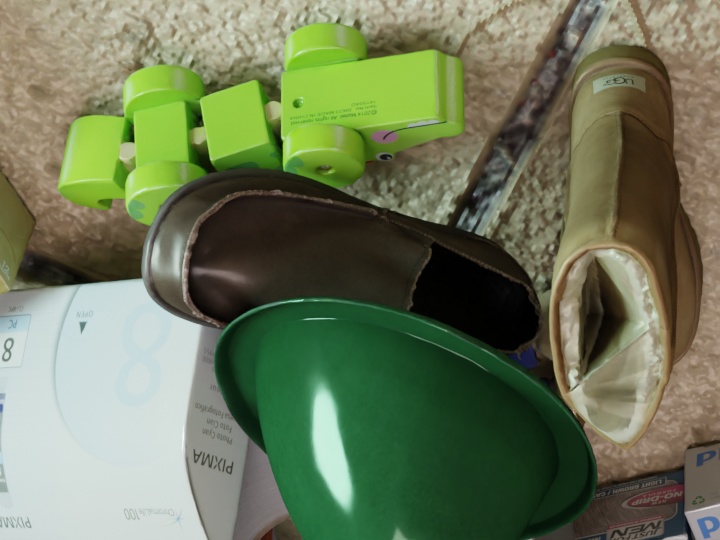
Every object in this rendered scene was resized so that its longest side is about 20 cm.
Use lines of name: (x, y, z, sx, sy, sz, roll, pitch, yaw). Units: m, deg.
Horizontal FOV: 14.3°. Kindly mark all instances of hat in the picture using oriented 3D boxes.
hat: (0.003, 0.134, 1.190, 0.199, 0.177, 0.166, 21, 147, 3)

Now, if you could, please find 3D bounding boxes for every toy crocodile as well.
toy crocodile: (-0.047, -0.061, 1.311, 0.199, 0.068, 0.062, -12, 152, 13)

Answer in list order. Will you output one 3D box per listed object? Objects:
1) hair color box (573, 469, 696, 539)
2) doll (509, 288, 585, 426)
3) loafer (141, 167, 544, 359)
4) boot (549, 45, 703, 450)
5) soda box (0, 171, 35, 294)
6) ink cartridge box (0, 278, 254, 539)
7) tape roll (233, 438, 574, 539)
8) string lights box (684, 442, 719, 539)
hair color box: (0.144, 0.204, 1.445, 0.099, 0.061, 0.201, -13, 118, 14)
doll: (0.006, 0.068, 1.389, 0.199, 0.049, 0.137, -11, 117, 12)
loafer: (0.000, 0.000, 1.264, 0.199, 0.071, 0.073, 6, 98, -31)
boot: (0.112, 0.015, 1.256, 0.066, 0.200, 0.176, -7, 119, 10)
soda box: (-0.232, -0.071, 1.325, 0.064, 0.068, 0.200, -25, 115, 19)
ink cartridge box: (-0.126, 0.105, 1.319, 0.160, 0.201, 0.047, -4, 160, 43)
tape roll: (0.000, 0.140, 1.363, 0.199, 0.066, 0.201, 6, 118, 12)
string lights box: (0.238, 0.168, 1.413, 0.102, 0.059, 0.201, -17, 116, 16)
